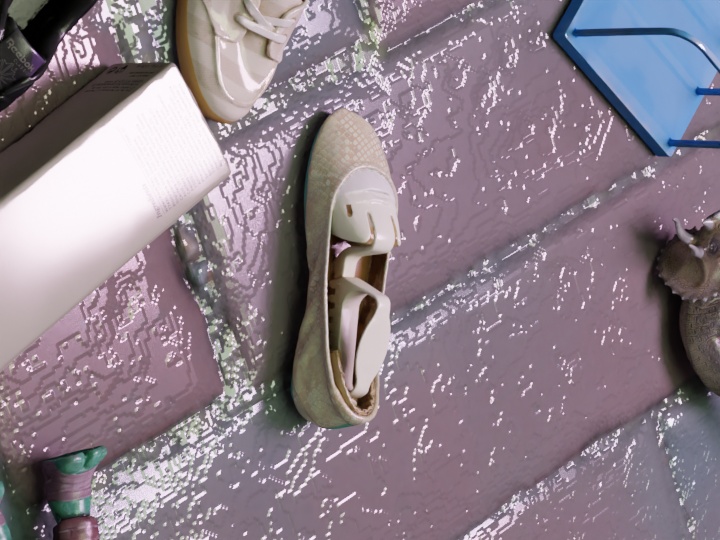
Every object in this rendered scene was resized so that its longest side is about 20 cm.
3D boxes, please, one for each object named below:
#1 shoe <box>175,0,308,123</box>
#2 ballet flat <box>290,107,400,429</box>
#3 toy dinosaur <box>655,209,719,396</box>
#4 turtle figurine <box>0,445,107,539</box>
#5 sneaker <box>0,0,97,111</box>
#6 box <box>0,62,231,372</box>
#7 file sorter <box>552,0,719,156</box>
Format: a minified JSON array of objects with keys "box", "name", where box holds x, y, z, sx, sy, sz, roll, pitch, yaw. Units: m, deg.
[{"box":[-0.063,-0.187,1.386,0.070,0.053,0.201,12,86,-40],"name":"shoe"},{"box":[0.000,0.000,1.450,0.067,0.062,0.202,3,92,-40],"name":"ballet flat"},{"box":[0.266,0.038,1.684,0.102,0.077,0.201,-20,112,-25],"name":"toy dinosaur"},{"box":[-0.162,0.209,1.310,0.149,0.100,0.201,-20,91,-52],"name":"turtle figurine"},{"box":[-0.217,-0.109,1.241,0.076,0.087,0.200,50,64,-31],"name":"sneaker"},{"box":[-0.171,-0.031,1.300,0.200,0.068,0.082,-41,118,-29],"name":"box"},{"box":[0.255,-0.198,1.609,0.139,0.122,0.201,43,68,-33],"name":"file sorter"}]
